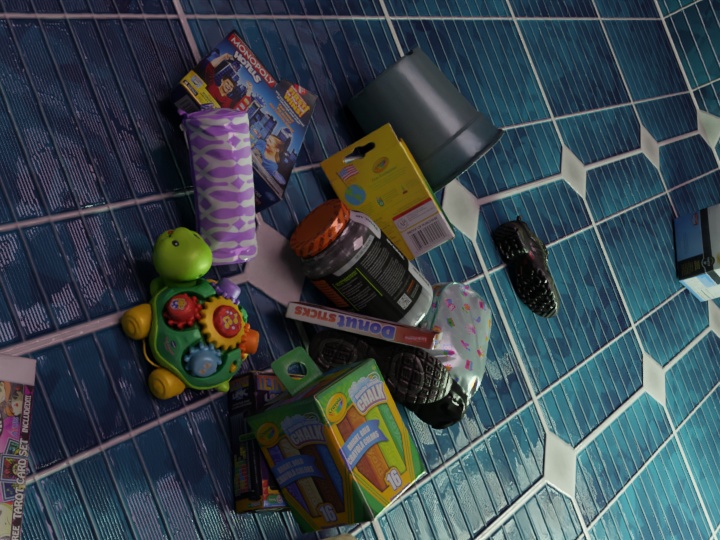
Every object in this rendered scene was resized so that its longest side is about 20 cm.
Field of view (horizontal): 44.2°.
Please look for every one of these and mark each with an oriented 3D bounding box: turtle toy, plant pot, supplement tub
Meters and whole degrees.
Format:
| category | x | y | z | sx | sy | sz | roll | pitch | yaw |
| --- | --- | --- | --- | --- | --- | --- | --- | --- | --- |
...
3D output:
| category | x | y | z | sx | sy | sz | roll | pitch | yaw |
| --- | --- | --- | --- | --- | --- | --- | --- | --- | --- |
| turtle toy | -0.192 | 0.049 | 1.034 | 0.146 | 0.101 | 0.200 | -26 | 93 | -51 |
| plant pot | 0.093 | -0.239 | 1.431 | 0.196 | 0.200 | 0.200 | 51 | 42 | -7 |
| supplement tub | 0.000 | 0.000 | 1.257 | 0.200 | 0.123 | 0.123 | 47 | 44 | -25 |

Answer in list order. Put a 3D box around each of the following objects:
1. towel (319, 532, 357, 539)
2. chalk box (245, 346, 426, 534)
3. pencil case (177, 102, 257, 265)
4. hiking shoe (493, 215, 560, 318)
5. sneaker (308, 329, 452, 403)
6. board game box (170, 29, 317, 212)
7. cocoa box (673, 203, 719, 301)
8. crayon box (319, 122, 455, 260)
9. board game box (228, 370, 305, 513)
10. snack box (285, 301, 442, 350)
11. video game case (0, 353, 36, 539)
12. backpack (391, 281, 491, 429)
| category | x | y | z | sx | sy | sz | roll | pitch | yaw |
| --- | --- | --- | --- | --- | --- | --- | --- | --- | --- |
| towel | -0.009 | 0.412 | 1.070 | 0.148 | 0.036 | 0.200 | -5 | 48 | -47 |
| chalk box | -0.037 | 0.185 | 1.045 | 0.125 | 0.124 | 0.200 | -29 | 95 | -51 |
| pencil case | -0.174 | -0.105 | 1.094 | 0.085 | 0.084 | 0.200 | -11 | 104 | -27 |
| hiking shoe | 0.333 | -0.010 | 1.675 | 0.101 | 0.076 | 0.200 | -29 | 95 | -47 |
| sneaker | 0.030 | 0.120 | 1.210 | 0.200 | 0.091 | 0.076 | 21 | 96 | -1 |
| board game box | -0.149 | -0.218 | 1.222 | 0.200 | 0.062 | 0.200 | 50 | 42 | -20 |
| cocoa box | 0.904 | -0.045 | 2.293 | 0.133 | 0.131 | 0.200 | 33 | 51 | -36 |
| crayon box | 0.042 | -0.111 | 1.347 | 0.200 | 0.127 | 0.051 | 60 | 11 | -11 |
| board game box | -0.072 | 0.220 | 1.130 | 0.200 | 0.057 | 0.165 | 13 | 62 | -44 |
| snack box | 0.006 | 0.072 | 1.175 | 0.072 | 0.200 | 0.024 | 13 | 89 | -78 |
| video game case | -0.394 | 0.164 | 0.805 | 0.181 | 0.036 | 0.200 | 18 | 60 | -42 |
| backpack | 0.117 | 0.116 | 1.332 | 0.167 | 0.127 | 0.200 | 42 | 48 | -29 |
